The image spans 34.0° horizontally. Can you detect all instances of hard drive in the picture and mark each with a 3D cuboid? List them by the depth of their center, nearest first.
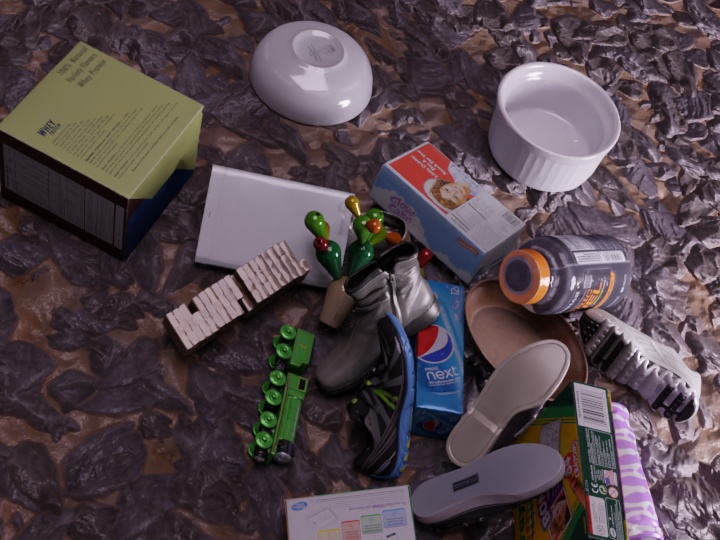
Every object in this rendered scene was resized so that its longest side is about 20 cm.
[{"bbox_3d":[-0.115,-0.057,1.597,0.196,0.026,0.134,11,86,-4],"label":"hard drive"}]

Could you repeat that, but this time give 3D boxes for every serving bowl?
[{"bbox_3d":[-0.071,-0.320,1.827,0.196,0.066,0.203,8,52,-10],"label":"serving bowl"}]

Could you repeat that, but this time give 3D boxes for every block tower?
[{"bbox_3d":[-0.160,0.034,1.519,0.199,0.054,0.058,-32,84,-25],"label":"block tower"}]

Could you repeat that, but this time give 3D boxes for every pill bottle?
[{"bbox_3d":[0.276,0.005,1.612,0.198,0.107,0.107,-3,51,-44],"label":"pill bottle"}]

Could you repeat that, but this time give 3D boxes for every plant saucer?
[{"bbox_3d":[0.215,0.100,1.579,0.198,0.037,0.202,23,40,-21],"label":"plant saucer"}]

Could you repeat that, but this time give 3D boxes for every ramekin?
[{"bbox_3d":[0.294,-0.218,1.830,0.197,0.098,0.203,8,53,-10],"label":"ramekin"}]

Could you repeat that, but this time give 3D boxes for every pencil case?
[{"bbox_3d":[0.324,0.267,1.484,0.085,0.083,0.203,28,43,-41],"label":"pencil case"}]

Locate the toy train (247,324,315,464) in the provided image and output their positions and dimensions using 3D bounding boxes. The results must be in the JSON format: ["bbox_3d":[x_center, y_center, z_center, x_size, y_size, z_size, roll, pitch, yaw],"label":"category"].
[{"bbox_3d":[-0.095,0.156,1.479,0.056,0.042,0.202,20,50,-13],"label":"toy train"}]

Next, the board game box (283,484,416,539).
[{"bbox_3d":[-0.005,0.350,1.332,0.150,0.041,0.203,-6,54,-2],"label":"board game box"}]

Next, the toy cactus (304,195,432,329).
[{"bbox_3d":[0.000,0.000,1.561,0.199,0.167,0.102,26,-1,-40],"label":"toy cactus"}]

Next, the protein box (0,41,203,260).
[{"bbox_3d":[-0.348,-0.162,1.586,0.198,0.136,0.200,27,52,5],"label":"protein box"}]

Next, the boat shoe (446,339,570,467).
[{"bbox_3d":[0.186,0.168,1.475,0.200,0.063,0.073,-47,66,-1],"label":"boat shoe"}]

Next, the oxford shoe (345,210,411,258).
[{"bbox_3d":[-0.021,-0.056,1.647,0.196,0.058,0.076,4,54,-10],"label":"oxford shoe"}]

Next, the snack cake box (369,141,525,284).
[{"bbox_3d":[0.124,-0.086,1.690,0.200,0.068,0.114,43,44,17],"label":"snack cake box"}]

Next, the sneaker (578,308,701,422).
[{"bbox_3d":[0.385,0.120,1.621,0.199,0.075,0.081,41,45,4],"label":"sneaker"}]

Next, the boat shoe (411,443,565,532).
[{"bbox_3d":[0.154,0.259,1.387,0.198,0.057,0.069,-21,41,24],"label":"boat shoe"}]

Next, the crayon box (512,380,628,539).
[{"bbox_3d":[0.241,0.264,1.400,0.057,0.173,0.202,14,50,-16],"label":"crayon box"}]

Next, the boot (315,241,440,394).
[{"bbox_3d":[0.004,0.054,1.488,0.199,0.131,0.068,-39,45,-7],"label":"boot"}]

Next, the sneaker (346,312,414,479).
[{"bbox_3d":[0.024,0.154,1.445,0.081,0.071,0.204,4,91,-2],"label":"sneaker"}]

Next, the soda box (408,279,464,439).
[{"bbox_3d":[0.098,0.114,1.543,0.063,0.068,0.202,9,52,-7],"label":"soda box"}]
